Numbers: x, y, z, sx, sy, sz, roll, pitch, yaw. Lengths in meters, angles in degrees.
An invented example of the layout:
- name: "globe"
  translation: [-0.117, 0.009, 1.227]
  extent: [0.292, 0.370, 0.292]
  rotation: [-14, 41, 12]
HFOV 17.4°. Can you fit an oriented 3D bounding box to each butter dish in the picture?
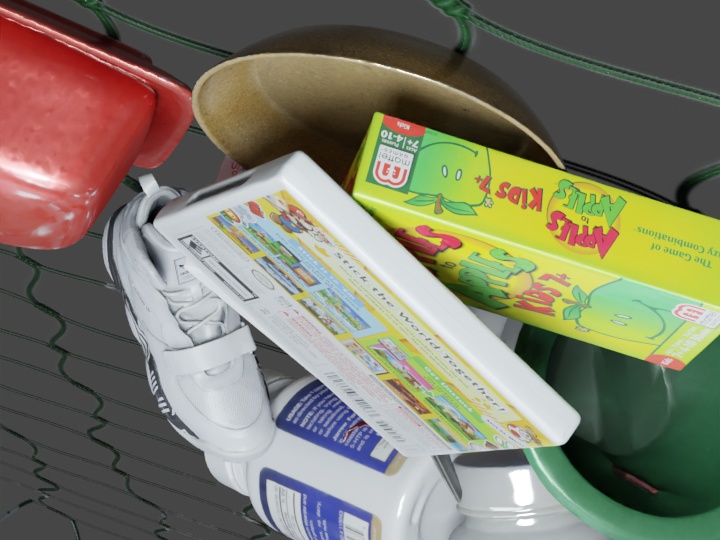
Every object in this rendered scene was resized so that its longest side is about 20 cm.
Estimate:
- name: "butter dish"
  translation: [-0.214, -0.069, 1.354]
  extent: [0.199, 0.148, 0.199]
  rotation: [23, 166, -8]

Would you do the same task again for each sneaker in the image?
- name: "sneaker"
  translation: [-0.112, 0.029, 1.568]
  extent: [0.201, 0.075, 0.115]
  rotation: [63, 162, 12]

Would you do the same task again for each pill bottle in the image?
- name: "pill bottle"
  translation: [-0.009, 0.138, 1.631]
  extent: [0.199, 0.120, 0.120]
  rotation: [20, 168, 39]
- name: "pill bottle"
  translation: [0.116, 0.218, 1.537]
  extent: [0.113, 0.201, 0.114]
  rotation: [-5, -174, 1]

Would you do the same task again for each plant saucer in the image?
- name: "plant saucer"
  translation: [0.014, -0.075, 1.195]
  extent: [0.199, 0.036, 0.200]
  rotation: [14, 160, 5]

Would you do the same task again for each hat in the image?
- name: "hat"
  translation: [0.132, 0.072, 1.351]
  extent: [0.200, 0.166, 0.176]
  rotation: [32, 166, -9]

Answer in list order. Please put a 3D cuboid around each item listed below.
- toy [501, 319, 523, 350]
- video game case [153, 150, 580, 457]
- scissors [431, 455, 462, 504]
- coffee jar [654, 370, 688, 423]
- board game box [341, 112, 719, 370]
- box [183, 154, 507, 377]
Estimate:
- name: "toy"
  translation: [0.163, 0.104, 1.488]
  extent: [0.199, 0.115, 0.047]
  rotation: [16, 127, -11]
- name: "video game case"
  translation: [-0.001, 0.023, 1.216]
  extent: [0.200, 0.023, 0.182]
  rotation: [44, 159, -14]
- name: "scissors"
  translation: [0.024, 0.068, 1.485]
  extent: [0.073, 0.201, 0.014]
  rotation: [8, 135, -12]
- name: "coffee jar"
  translation: [0.206, 0.080, 1.387]
  extent: [0.199, 0.105, 0.085]
  rotation: [18, 164, 16]
- name: "board game box"
  translation: [0.088, -0.012, 1.186]
  extent: [0.199, 0.048, 0.102]
  rotation: [17, 160, -4]
- name: "box"
  translation: [0.000, 0.000, 1.392]
  extent: [0.112, 0.102, 0.200]
  rotation: [12, 163, 31]
